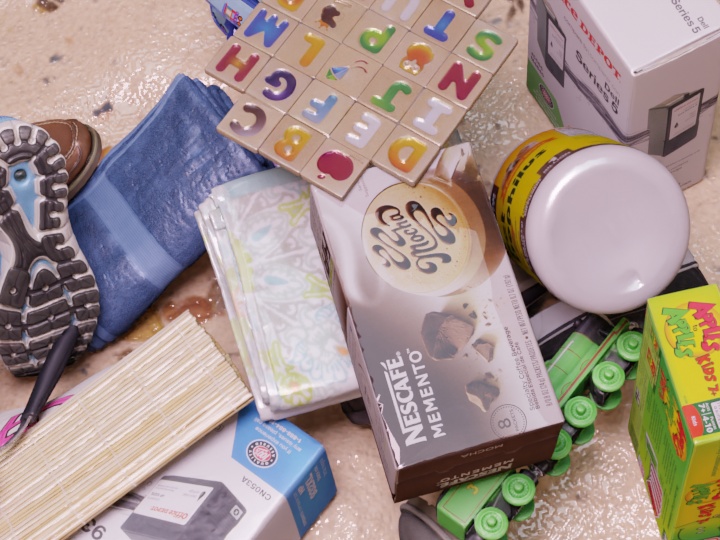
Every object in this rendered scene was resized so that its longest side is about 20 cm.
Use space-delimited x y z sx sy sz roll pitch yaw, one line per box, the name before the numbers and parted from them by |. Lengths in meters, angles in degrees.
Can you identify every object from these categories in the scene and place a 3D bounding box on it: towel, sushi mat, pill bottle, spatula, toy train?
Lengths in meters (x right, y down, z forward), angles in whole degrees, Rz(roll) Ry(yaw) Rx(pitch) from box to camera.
towel | -0.159 -0.042 1.364 0.200 0.048 0.112 -43 65 11
sushi mat | -0.171 0.112 1.248 0.199 0.012 0.096 -37 49 -9
pill bottle | 0.149 -0.040 1.269 0.108 0.200 0.110 -1 99 -6
spatula | -0.237 0.109 1.251 0.021 0.056 0.201 42 46 -15
toy train | 0.122 0.105 1.239 0.056 0.042 0.200 33 68 20
towel | 0.000 0.000 1.278 0.198 0.048 0.173 -16 71 -7

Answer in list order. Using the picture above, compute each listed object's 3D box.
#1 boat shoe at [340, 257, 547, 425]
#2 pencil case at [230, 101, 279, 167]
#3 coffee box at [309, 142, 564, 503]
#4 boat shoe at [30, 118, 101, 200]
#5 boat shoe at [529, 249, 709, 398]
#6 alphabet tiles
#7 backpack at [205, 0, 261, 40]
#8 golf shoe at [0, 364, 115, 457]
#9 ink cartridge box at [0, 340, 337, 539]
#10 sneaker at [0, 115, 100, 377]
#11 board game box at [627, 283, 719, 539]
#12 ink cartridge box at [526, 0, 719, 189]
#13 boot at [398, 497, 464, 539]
boat shoe | 0.062 0.046 1.346 0.199 0.063 0.073 -27 28 -23
pencil case | -0.032 -0.055 1.382 0.084 0.086 0.200 -25 62 -40
coffee box | 0.046 0.033 1.198 0.112 0.080 0.202 -14 69 -7
boat shoe | -0.289 -0.065 1.378 0.199 0.068 0.072 -24 53 17
boat shoe | 0.166 0.054 1.318 0.198 0.074 0.068 -25 74 -21
alphabet tiles | 0.001 -0.143 1.232 0.166 0.006 0.201 30 66 16
backpack | -0.040 -0.205 1.382 0.182 0.200 0.135 42 114 19
golf shoe | -0.243 0.124 1.311 0.200 0.073 0.092 -38 64 -15
ink cartridge box | -0.134 0.174 1.270 0.145 0.084 0.200 33 69 20
sneaker | -0.237 -0.020 1.327 0.078 0.202 0.090 -10 25 -20
board game box | 0.216 0.103 1.213 0.047 0.200 0.102 -13 62 -3
ink cartridge box | 0.191 -0.155 1.352 0.083 0.200 0.146 -26 63 -9
boot | 0.019 0.272 1.223 0.199 0.073 0.182 -37 63 -7
